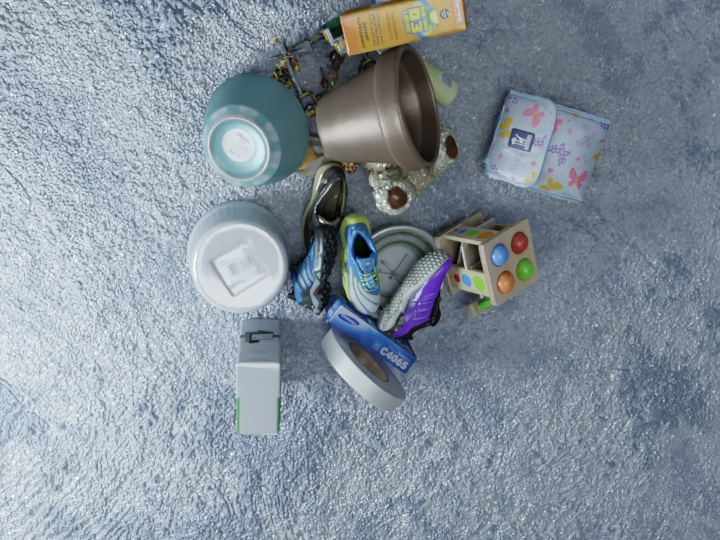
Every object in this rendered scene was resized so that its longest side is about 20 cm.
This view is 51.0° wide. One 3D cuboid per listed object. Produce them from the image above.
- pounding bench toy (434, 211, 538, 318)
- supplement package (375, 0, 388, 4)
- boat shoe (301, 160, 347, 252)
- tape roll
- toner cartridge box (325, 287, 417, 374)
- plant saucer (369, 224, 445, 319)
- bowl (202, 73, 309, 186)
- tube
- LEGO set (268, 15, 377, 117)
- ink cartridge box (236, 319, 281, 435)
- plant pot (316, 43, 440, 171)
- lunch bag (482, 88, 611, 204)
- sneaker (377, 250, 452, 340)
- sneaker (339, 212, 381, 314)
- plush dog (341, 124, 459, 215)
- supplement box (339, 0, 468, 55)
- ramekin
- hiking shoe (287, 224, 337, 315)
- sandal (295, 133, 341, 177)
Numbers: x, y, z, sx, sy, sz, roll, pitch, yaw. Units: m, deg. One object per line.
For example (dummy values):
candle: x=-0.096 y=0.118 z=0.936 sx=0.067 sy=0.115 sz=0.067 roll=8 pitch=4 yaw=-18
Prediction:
pounding bench toy: x=0.258 y=0.009 z=1.460 sx=0.123 sy=0.155 sz=0.203 roll=-29 pitch=115 yaw=-28
supplement package: x=0.094 y=-0.511 z=1.275 sx=0.108 sy=0.113 sz=0.204 roll=-19 pitch=115 yaw=-31
boat shoe: x=-0.067 y=-0.102 z=1.417 sx=0.072 sy=0.065 sz=0.203 roll=0 pitch=122 yaw=-17
tape roll: x=0.006 y=0.191 z=1.477 sx=0.202 sy=0.203 sz=0.037 roll=41 pitch=98 yaw=-20
toner cartridge box: x=0.019 y=0.121 z=1.510 sx=0.199 sy=0.095 sz=0.043 roll=36 pitch=99 yaw=-20
plant saucer: x=0.072 y=0.001 z=1.501 sx=0.196 sy=0.050 sz=0.204 roll=-3 pitch=110 yaw=-9
bowl: x=-0.195 y=-0.226 z=1.308 sx=0.197 sy=0.105 sz=0.204 roll=5 pitch=119 yaw=9
tube: x=0.091 y=-0.363 z=1.347 sx=0.198 sy=0.058 sz=0.053 roll=25 pitch=81 yaw=-36
LEGO set: x=-0.053 y=-0.358 z=1.314 sx=0.197 sy=0.116 sz=0.156 roll=-20 pitch=112 yaw=-2
ink cartridge box: x=-0.193 y=0.198 z=1.443 sx=0.083 sy=0.200 sz=0.149 roll=1 pitch=109 yaw=-7
plant pot: x=0.022 y=-0.259 z=1.267 sx=0.172 sy=0.201 sz=0.203 roll=-8 pitch=114 yaw=24
lunch bag: x=0.345 y=-0.235 z=1.429 sx=0.197 sy=0.127 sz=0.172 roll=16 pitch=104 yaw=-8
sneaker: x=0.126 y=0.055 z=1.470 sx=0.099 sy=0.070 sz=0.201 roll=32 pitch=108 yaw=-21
sneaker: x=0.000 y=0.000 z=1.404 sx=0.074 sy=0.105 sz=0.203 roll=-13 pitch=109 yaw=-2
plush dog: x=0.058 y=-0.211 z=1.395 sx=0.200 sy=0.160 sz=0.172 roll=-43 pitch=94 yaw=-12
supplement box: x=0.070 y=-0.399 z=1.204 sx=0.196 sy=0.069 sz=0.068 roll=-11 pitch=112 yaw=8
ramekin: x=-0.226 y=-0.020 z=1.414 sx=0.197 sy=0.098 sz=0.204 roll=-3 pitch=110 yaw=-9
hiking shoe: x=-0.097 y=-0.003 z=1.425 sx=0.085 sy=0.075 sz=0.202 roll=19 pitch=127 yaw=11
sandal: x=-0.127 y=-0.222 z=1.384 sx=0.197 sy=0.054 sz=0.081 roll=19 pitch=105 yaw=-16
